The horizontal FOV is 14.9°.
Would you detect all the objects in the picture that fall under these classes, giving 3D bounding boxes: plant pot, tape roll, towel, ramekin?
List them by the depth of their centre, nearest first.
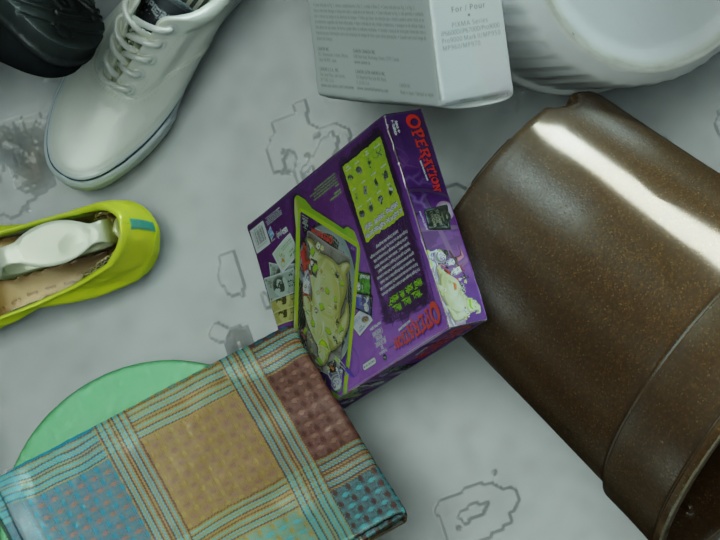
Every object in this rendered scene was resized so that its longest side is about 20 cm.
[{"bbox_3d":[0.153,0.021,1.486,0.198,0.200,0.201,39,92,20],"label":"plant pot"},{"bbox_3d":[0.137,-0.190,1.500,0.201,0.094,0.204,-5,102,-25],"label":"ramekin"},{"bbox_3d":[-0.093,0.129,1.516,0.199,0.022,0.147,-29,62,-8],"label":"towel"},{"bbox_3d":[-0.107,0.153,1.583,0.199,0.048,0.202,-1,83,10],"label":"tape roll"}]

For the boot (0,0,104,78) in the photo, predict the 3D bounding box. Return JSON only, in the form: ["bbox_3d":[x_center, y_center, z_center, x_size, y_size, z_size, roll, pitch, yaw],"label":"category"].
[{"bbox_3d":[-0.240,-0.122,1.587,0.200,0.076,0.169,47,118,35],"label":"boot"}]

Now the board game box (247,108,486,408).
[{"bbox_3d":[0.000,0.000,1.515,0.032,0.200,0.121,-8,78,-26],"label":"board game box"}]

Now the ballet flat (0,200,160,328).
[{"bbox_3d":[-0.215,0.001,1.611,0.199,0.067,0.067,-18,81,8],"label":"ballet flat"}]

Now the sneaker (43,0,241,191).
[{"bbox_3d":[-0.125,-0.138,1.608,0.073,0.071,0.201,33,90,13],"label":"sneaker"}]

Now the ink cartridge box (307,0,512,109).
[{"bbox_3d":[0.016,-0.189,1.472,0.057,0.162,0.201,-7,98,-24],"label":"ink cartridge box"}]
